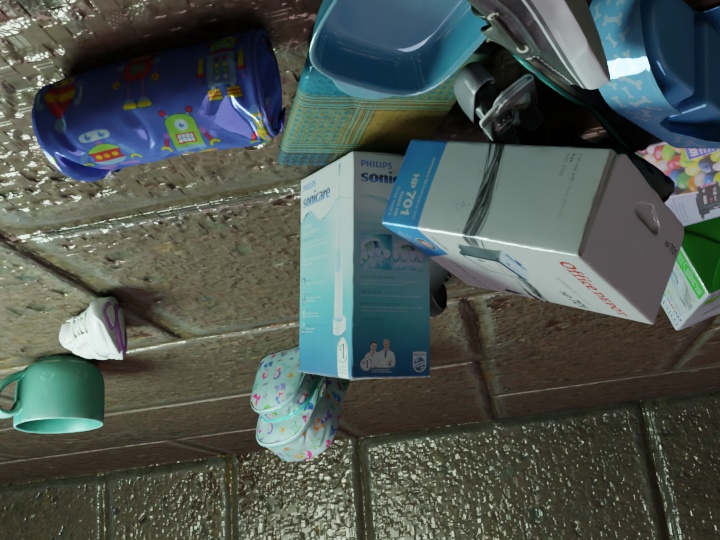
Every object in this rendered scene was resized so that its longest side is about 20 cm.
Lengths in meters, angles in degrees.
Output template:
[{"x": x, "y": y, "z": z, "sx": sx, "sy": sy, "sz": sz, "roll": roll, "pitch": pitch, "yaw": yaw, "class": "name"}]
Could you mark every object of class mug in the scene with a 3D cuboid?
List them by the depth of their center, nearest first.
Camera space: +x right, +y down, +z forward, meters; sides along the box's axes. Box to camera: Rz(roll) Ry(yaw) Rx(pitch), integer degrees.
[{"x": -0.535, "y": 0.213, "z": 1.360, "sx": 0.148, "sy": 0.117, "sz": 0.185, "roll": -8, "pitch": 160, "yaw": 8, "class": "mug"}]

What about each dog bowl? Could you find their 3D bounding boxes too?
[{"x": 0.237, "y": -0.156, "z": 0.588, "sx": 0.197, "sy": 0.115, "sz": 0.049, "roll": 12, "pitch": 167, "yaw": -42, "class": "dog bowl"}]

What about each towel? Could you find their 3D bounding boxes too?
[{"x": 0.010, "y": -0.144, "z": 0.679, "sx": 0.143, "sy": 0.022, "sz": 0.200, "roll": 0, "pitch": 161, "yaw": -16, "class": "towel"}]

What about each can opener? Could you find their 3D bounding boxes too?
[{"x": 0.124, "y": -0.135, "z": 0.669, "sx": 0.053, "sy": 0.067, "sz": 0.200, "roll": -41, "pitch": 169, "yaw": 10, "class": "can opener"}]

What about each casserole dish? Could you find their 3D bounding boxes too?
[{"x": 0.042, "y": -0.190, "z": 0.506, "sx": 0.119, "sy": 0.040, "sz": 0.200, "roll": 6, "pitch": 151, "yaw": -30, "class": "casserole dish"}]

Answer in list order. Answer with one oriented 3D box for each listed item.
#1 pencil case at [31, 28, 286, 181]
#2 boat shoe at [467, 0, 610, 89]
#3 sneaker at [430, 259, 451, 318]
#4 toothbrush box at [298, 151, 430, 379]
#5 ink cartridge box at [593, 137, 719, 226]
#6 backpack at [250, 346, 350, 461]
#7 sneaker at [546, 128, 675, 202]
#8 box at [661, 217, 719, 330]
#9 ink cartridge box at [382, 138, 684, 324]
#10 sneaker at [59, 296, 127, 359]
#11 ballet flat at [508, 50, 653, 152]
[{"x": -0.152, "y": -0.122, "z": 0.599, "sx": 0.195, "sy": 0.079, "sz": 0.088, "roll": -10, "pitch": 131, "yaw": 13, "class": "pencil case"}, {"x": 0.089, "y": -0.167, "z": 0.459, "sx": 0.056, "sy": 0.070, "sz": 0.199, "roll": -22, "pitch": 146, "yaw": 31, "class": "boat shoe"}, {"x": 0.101, "y": -0.009, "z": 0.952, "sx": 0.104, "sy": 0.076, "sz": 0.201, "roll": -13, "pitch": 145, "yaw": 15, "class": "sneaker"}, {"x": 0.000, "y": 0.000, "z": 0.758, "sx": 0.083, "sy": 0.206, "sz": 0.146, "roll": 1, "pitch": 174, "yaw": -23, "class": "toothbrush box"}, {"x": 0.315, "y": -0.096, "z": 0.802, "sx": 0.196, "sy": 0.043, "sz": 0.120, "roll": -15, "pitch": 130, "yaw": 30, "class": "ink cartridge box"}, {"x": -0.118, "y": 0.250, "z": 1.464, "sx": 0.175, "sy": 0.204, "sz": 0.150, "roll": -18, "pitch": 137, "yaw": 35, "class": "backpack"}, {"x": 0.213, "y": -0.073, "z": 0.704, "sx": 0.074, "sy": 0.080, "sz": 0.200, "roll": 30, "pitch": -172, "yaw": -13, "class": "sneaker"}, {"x": 0.475, "y": -0.024, "z": 0.955, "sx": 0.197, "sy": 0.098, "sz": 0.177, "roll": -26, "pitch": 160, "yaw": 3, "class": "box"}, {"x": 0.139, "y": -0.036, "z": 0.639, "sx": 0.198, "sy": 0.088, "sz": 0.145, "roll": 15, "pitch": 168, "yaw": 47, "class": "ink cartridge box"}, {"x": -0.393, "y": 0.094, "z": 1.133, "sx": 0.097, "sy": 0.077, "sz": 0.200, "roll": -1, "pitch": 160, "yaw": -16, "class": "sneaker"}, {"x": 0.195, "y": -0.161, "z": 0.630, "sx": 0.072, "sy": 0.075, "sz": 0.198, "roll": -22, "pitch": 149, "yaw": 39, "class": "ballet flat"}]
